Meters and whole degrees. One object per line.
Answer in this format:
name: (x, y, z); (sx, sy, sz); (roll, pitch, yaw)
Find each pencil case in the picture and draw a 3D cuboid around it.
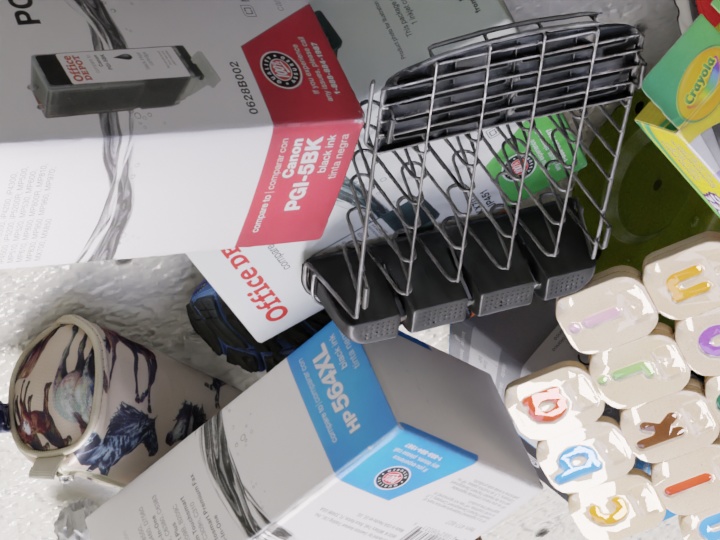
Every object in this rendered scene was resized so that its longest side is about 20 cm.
pencil case: (-0.113, 0.094, 1.495); (0.200, 0.077, 0.090); (28, 78, -50)

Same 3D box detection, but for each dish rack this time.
dish rack: (0.057, -0.050, 1.292); (0.152, 0.055, 0.201); (-14, 141, -19)

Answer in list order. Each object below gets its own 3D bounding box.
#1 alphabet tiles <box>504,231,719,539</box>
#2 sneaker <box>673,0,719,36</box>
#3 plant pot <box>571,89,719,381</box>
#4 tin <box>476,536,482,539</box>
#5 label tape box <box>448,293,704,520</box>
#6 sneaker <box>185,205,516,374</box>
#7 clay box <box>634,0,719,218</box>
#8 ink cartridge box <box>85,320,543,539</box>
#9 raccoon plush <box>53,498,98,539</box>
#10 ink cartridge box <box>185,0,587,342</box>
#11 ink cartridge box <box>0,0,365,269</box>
alphabet tiles: (0.185, 0.070, 1.410); (0.195, 0.015, 0.201); (-23, 121, 16)
sneaker: (0.226, -0.100, 1.361); (0.077, 0.201, 0.085); (-23, -178, -30)
plant pot: (0.225, -0.017, 1.487); (0.192, 0.201, 0.200); (25, 123, -34)
tin: (0.012, 0.173, 1.723); (0.112, 0.042, 0.200); (-34, 145, 6)
label tape box: (0.142, 0.089, 1.523); (0.066, 0.200, 0.143); (-45, 163, -17)
sneaker: (0.000, 0.000, 1.453); (0.199, 0.079, 0.076); (-15, 125, 15)
clay box: (0.219, -0.062, 1.282); (0.115, 0.048, 0.200); (-47, 113, -8)
ink cartridge box: (-0.026, 0.126, 1.442); (0.200, 0.085, 0.146); (-37, 146, 19)
raccoon plush: (-0.165, 0.215, 1.657); (0.133, 0.097, 0.200); (-24, 121, 21)
ink cartridge box: (-0.005, -0.068, 1.347); (0.199, 0.083, 0.147); (-29, 145, 6)
ink cartridge box: (-0.119, -0.084, 1.199); (0.199, 0.147, 0.083); (-6, 141, -27)
